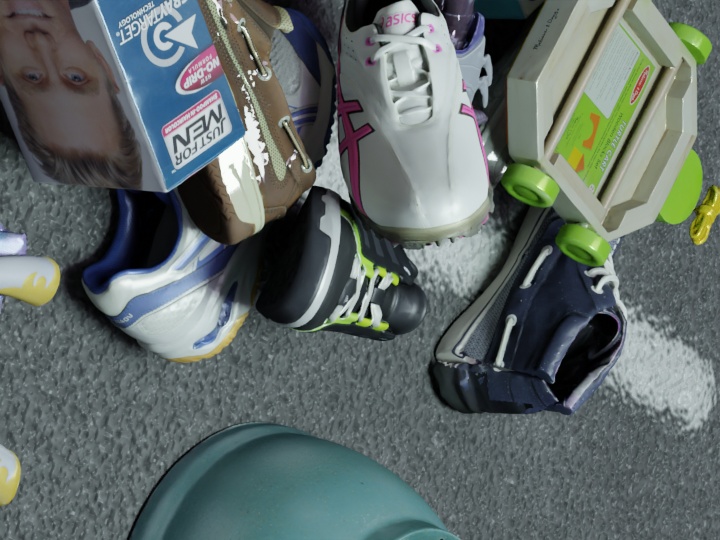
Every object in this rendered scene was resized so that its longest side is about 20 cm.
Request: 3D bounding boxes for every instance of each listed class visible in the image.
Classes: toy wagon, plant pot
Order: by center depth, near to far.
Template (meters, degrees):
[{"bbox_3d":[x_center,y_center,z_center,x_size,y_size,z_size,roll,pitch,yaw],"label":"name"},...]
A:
[{"bbox_3d":[-0.015,0.189,1.520,0.200,0.134,0.200,-7,100,-46],"label":"plant pot"},{"bbox_3d":[0.152,-0.080,1.647,0.200,0.040,0.155,46,66,-46],"label":"toy wagon"}]

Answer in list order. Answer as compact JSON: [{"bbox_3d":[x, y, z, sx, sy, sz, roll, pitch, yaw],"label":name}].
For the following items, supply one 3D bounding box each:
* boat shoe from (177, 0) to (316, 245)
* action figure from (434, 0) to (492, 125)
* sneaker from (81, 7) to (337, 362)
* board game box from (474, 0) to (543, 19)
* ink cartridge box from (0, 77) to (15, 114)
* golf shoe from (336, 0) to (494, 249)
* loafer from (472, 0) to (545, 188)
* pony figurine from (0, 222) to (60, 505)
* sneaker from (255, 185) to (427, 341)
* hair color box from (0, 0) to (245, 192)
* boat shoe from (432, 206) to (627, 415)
[{"bbox_3d":[-0.074,-0.117,1.398,0.075,0.075,0.202,-28,119,-23],"label":"boat shoe"},{"bbox_3d":[0.051,-0.184,1.564,0.069,0.130,0.200,-9,118,-35],"label":"action figure"},{"bbox_3d":[-0.078,-0.055,1.470,0.088,0.075,0.200,33,70,-43],"label":"sneaker"},{"bbox_3d":[0.087,-0.270,1.644,0.151,0.047,0.200,-47,126,-34],"label":"board game box"},{"bbox_3d":[-0.154,-0.173,1.398,0.174,0.044,0.200,49,60,-39],"label":"ink cartridge box"},{"bbox_3d":[0.018,-0.088,1.446,0.073,0.200,0.092,-13,127,-2],"label":"golf shoe"},{"bbox_3d":[0.114,-0.110,1.667,0.070,0.070,0.200,42,61,-12],"label":"loafer"},{"bbox_3d":[-0.220,0.023,1.290,0.200,0.166,0.193,5,99,-62],"label":"pony figurine"},{"bbox_3d":[0.000,0.000,1.485,0.200,0.083,0.072,-62,177,-82],"label":"sneaker"},{"bbox_3d":[-0.137,-0.138,1.317,0.061,0.100,0.200,-39,120,-36],"label":"hair color box"},{"bbox_3d":[0.133,0.011,1.689,0.200,0.093,0.075,-55,130,-27],"label":"boat shoe"}]
